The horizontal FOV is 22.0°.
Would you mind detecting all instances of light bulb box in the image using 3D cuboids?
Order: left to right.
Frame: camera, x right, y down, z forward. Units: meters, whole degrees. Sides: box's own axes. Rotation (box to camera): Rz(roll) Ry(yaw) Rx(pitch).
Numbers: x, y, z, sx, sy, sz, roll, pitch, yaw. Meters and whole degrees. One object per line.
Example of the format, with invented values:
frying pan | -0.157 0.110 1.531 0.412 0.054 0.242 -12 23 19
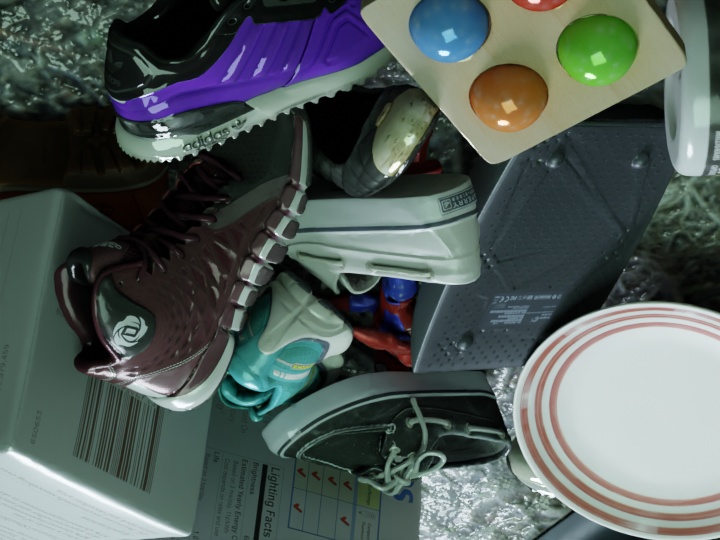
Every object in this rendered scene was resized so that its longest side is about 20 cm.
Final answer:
light bulb box | -0.070 0.174 1.267 0.199 0.199 0.125 17 134 -12

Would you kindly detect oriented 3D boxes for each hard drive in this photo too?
hard drive | 0.110 -0.021 1.149 0.134 0.042 0.201 -2 133 -31

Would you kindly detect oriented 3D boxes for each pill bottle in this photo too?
pill bottle | 0.275 -0.111 1.045 0.199 0.112 0.112 -2 133 4

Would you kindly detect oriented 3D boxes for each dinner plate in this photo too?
dinner plate | 0.199 0.097 1.211 0.199 0.024 0.201 8 128 11

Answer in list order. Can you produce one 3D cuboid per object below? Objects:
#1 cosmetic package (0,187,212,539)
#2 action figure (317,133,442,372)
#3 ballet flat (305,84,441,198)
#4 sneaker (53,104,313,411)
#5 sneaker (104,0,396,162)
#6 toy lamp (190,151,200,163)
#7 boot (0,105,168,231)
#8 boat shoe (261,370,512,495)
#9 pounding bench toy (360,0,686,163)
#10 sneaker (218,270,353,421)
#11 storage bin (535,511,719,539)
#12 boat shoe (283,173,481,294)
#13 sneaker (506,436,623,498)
cosmetic package | -0.217 0.069 1.142 0.199 0.167 0.167 -9 152 32
action figure | 0.000 0.000 1.194 0.098 0.065 0.201 -4 132 -3
ballet flat | -0.007 -0.081 1.048 0.057 0.200 0.067 40 81 -17
sneaker | -0.105 -0.021 1.041 0.115 0.076 0.201 16 96 -44
sneaker | -0.051 -0.141 1.006 0.200 0.070 0.100 -30 137 -16
toy lamp | -0.088 -0.132 1.079 0.058 0.058 0.201 -4 134 6
boot | -0.218 -0.044 1.159 0.199 0.075 0.108 2 139 0
boat shoe | 0.023 0.113 1.230 0.199 0.068 0.074 2 144 -48
pounding bench toy | 0.107 -0.136 0.998 0.124 0.156 0.200 -27 127 25
sneaker | -0.060 0.054 1.165 0.077 0.080 0.200 43 168 7
storage bin | 0.207 0.271 1.396 0.134 0.146 0.200 22 131 -31
boat shoe | -0.007 -0.019 1.099 0.199 0.072 0.066 -1 107 41
sneaker | 0.197 0.098 1.280 0.199 0.070 0.094 -6 125 5
